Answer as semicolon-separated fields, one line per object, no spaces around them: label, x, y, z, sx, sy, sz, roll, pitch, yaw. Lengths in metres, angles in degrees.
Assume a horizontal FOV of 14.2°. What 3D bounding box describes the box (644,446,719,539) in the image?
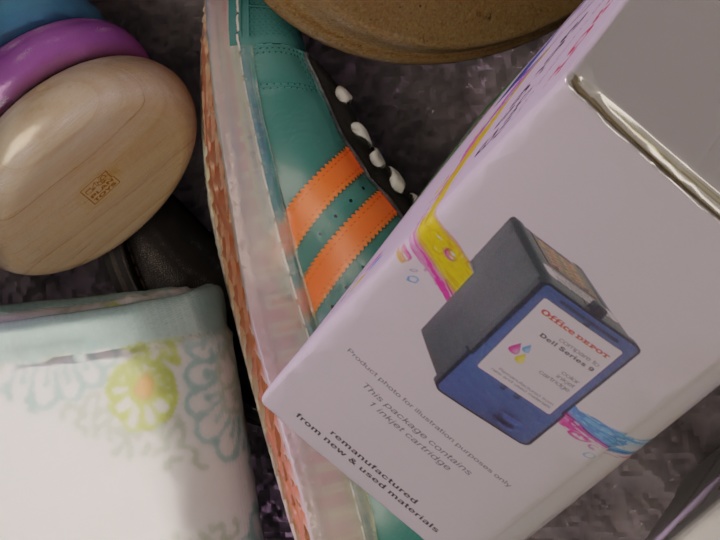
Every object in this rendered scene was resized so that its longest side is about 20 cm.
box;0.188;0.062;0.874;0.200;0.152;0.106;-43;87;21

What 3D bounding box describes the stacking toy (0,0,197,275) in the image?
stacking toy;-0.140;-0.093;0.963;0.085;0.085;0.200;-51;60;20

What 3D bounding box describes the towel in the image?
towel;-0.129;0.099;0.942;0.200;0.048;0.171;-8;96;8

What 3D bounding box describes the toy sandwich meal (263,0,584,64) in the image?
toy sandwich meal;0.025;-0.161;0.895;0.205;0.070;0.205;-13;123;-21

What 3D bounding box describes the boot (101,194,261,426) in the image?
boot;0.029;-0.005;0.964;0.200;0.069;0.174;44;104;3

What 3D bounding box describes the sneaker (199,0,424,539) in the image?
sneaker;0.000;0.000;0.910;0.080;0.071;0.200;-12;79;-9

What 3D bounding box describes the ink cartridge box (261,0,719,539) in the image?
ink cartridge box;0.075;-0.023;0.790;0.088;0.145;0.200;40;146;-4
